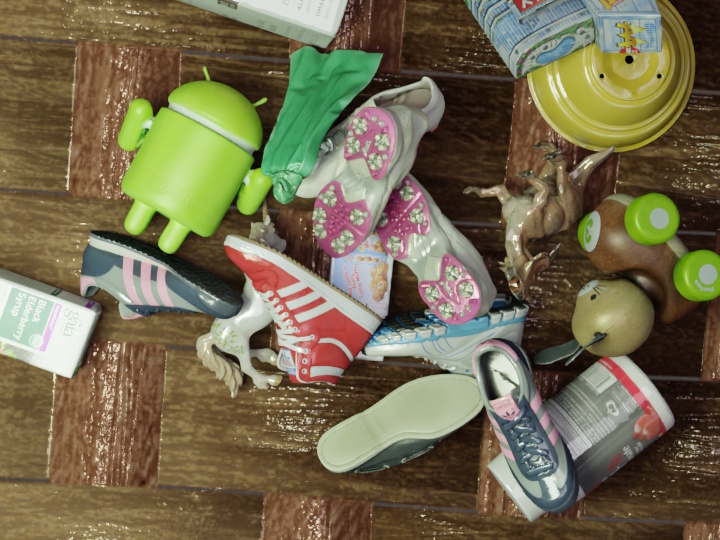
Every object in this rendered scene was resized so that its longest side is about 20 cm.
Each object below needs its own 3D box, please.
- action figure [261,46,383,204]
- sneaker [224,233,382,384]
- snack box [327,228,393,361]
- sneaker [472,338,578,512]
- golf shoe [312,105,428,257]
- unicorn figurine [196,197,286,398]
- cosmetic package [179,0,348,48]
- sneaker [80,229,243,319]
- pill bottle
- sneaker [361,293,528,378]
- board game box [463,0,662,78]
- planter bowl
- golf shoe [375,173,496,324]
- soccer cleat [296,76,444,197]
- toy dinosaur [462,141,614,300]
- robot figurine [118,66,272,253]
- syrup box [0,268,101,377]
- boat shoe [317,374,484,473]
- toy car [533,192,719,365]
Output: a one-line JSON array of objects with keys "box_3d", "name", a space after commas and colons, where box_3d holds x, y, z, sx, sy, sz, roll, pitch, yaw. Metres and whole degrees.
[{"box_3d": [-0.055, -0.155, 1.594, 0.055, 0.118, 0.200, 56, 46, -43], "name": "action figure"}, {"box_3d": [-0.081, 0.049, 1.577, 0.200, 0.071, 0.113, 33, 86, -22], "name": "sneaker"}, {"box_3d": [0.000, 0.000, 1.673, 0.072, 0.024, 0.200, 6, 93, -6], "name": "snack box"}, {"box_3d": [0.169, 0.166, 1.580, 0.070, 0.082, 0.200, -30, 71, 16], "name": "sneaker"}, {"box_3d": [0.015, -0.095, 1.585, 0.075, 0.091, 0.200, 45, 132, 20], "name": "golf shoe"}, {"box_3d": [-0.106, 0.037, 1.637, 0.137, 0.074, 0.200, 43, 76, -20], "name": "unicorn figurine"}, {"box_3d": [-0.101, -0.350, 1.574, 0.200, 0.165, 0.165, 17, 92, -6], "name": "cosmetic package"}, {"box_3d": [-0.220, 0.025, 1.611, 0.200, 0.070, 0.082, 24, 101, 23], "name": "sneaker"}, {"box_3d": [0.246, 0.190, 1.666, 0.200, 0.111, 0.111, -38, 96, -2], "name": "pill bottle"}, {"box_3d": [0.098, 0.087, 1.660, 0.200, 0.075, 0.087, -8, 110, -14], "name": "sneaker"}, {"box_3d": [0.234, -0.300, 1.608, 0.200, 0.062, 0.200, -25, 54, -4], "name": "board game box"}, {"box_3d": [0.293, -0.235, 1.661, 0.200, 0.083, 0.201, 0, 93, -5], "name": "planter bowl"}, {"box_3d": [0.081, -0.028, 1.638, 0.075, 0.091, 0.200, -37, 73, 27], "name": "golf shoe"}, {"box_3d": [0.002, -0.152, 1.633, 0.200, 0.078, 0.069, -31, 63, -7], "name": "soccer cleat"}, {"box_3d": [0.210, -0.062, 1.668, 0.200, 0.086, 0.136, -34, 107, -19], "name": "toy dinosaur"}, {"box_3d": [-0.182, -0.117, 1.601, 0.175, 0.116, 0.200, 28, 87, -5], "name": "robot figurine"}, {"box_3d": [-0.390, 0.044, 1.608, 0.200, 0.081, 0.079, 21, 92, -5], "name": "syrup box"}, {"box_3d": [0.050, 0.181, 1.669, 0.199, 0.066, 0.075, -28, 64, -3], "name": "boat shoe"}, {"box_3d": [0.270, 0.030, 1.616, 0.200, 0.164, 0.158, -44, 96, -13], "name": "toy car"}]
